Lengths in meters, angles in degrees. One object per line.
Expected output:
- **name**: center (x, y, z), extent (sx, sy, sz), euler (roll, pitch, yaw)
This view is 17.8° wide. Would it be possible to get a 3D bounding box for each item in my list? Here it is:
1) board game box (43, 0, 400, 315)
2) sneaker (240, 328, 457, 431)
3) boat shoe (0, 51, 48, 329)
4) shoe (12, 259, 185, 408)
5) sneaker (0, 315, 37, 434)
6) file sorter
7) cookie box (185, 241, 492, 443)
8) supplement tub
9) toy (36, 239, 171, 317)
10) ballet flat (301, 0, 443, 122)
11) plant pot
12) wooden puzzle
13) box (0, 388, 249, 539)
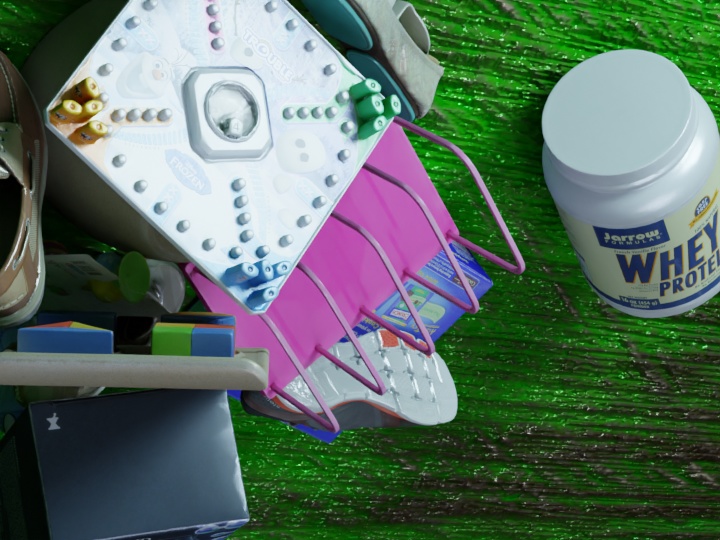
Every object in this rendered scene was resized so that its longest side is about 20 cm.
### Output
- **board game box**: center (-0.085, -0.107, 1.546), extent (0.200, 0.026, 0.201), euler (43, 59, -17)
- **sneaker**: center (-0.012, 0.093, 1.839), extent (0.199, 0.078, 0.082), euler (10, 151, -38)
- **boat shoe**: center (-0.243, -0.065, 1.512), extent (0.075, 0.202, 0.072), euler (-11, 159, -2)
- **shoe**: center (-0.181, 0.050, 1.718), extent (0.200, 0.053, 0.070), euler (-43, 129, -50)
- **sneaker**: center (-0.266, 0.093, 1.782), extent (0.089, 0.079, 0.201), euler (2, 146, 4)
- **file sorter**: center (0.000, 0.000, 1.683), extent (0.200, 0.125, 0.139), euler (-41, 125, -14)
- **cookie box**: center (-0.021, 0.028, 1.861), extent (0.200, 0.075, 0.171), euler (-44, 140, 13)
- **supplement tub**: center (0.229, -0.070, 1.875), extent (0.144, 0.145, 0.200), euler (-31, 142, -2)
- **toy**: center (-0.233, -0.005, 1.643), extent (0.115, 0.199, 0.048), euler (38, 63, -51)
- **ballet flat**: center (0.008, -0.184, 1.685), extent (0.063, 0.067, 0.200), euler (-57, 148, -14)
- **plant pot**: center (-0.132, -0.084, 1.620), extent (0.199, 0.135, 0.201), euler (-20, 140, -17)
- **wooden puzzle**: center (-0.153, 0.052, 1.543), extent (0.184, 0.047, 0.200), euler (1, 180, -2)
- **box**: center (-0.184, 0.163, 1.682), extent (0.147, 0.108, 0.200), euler (-6, 163, -21)
